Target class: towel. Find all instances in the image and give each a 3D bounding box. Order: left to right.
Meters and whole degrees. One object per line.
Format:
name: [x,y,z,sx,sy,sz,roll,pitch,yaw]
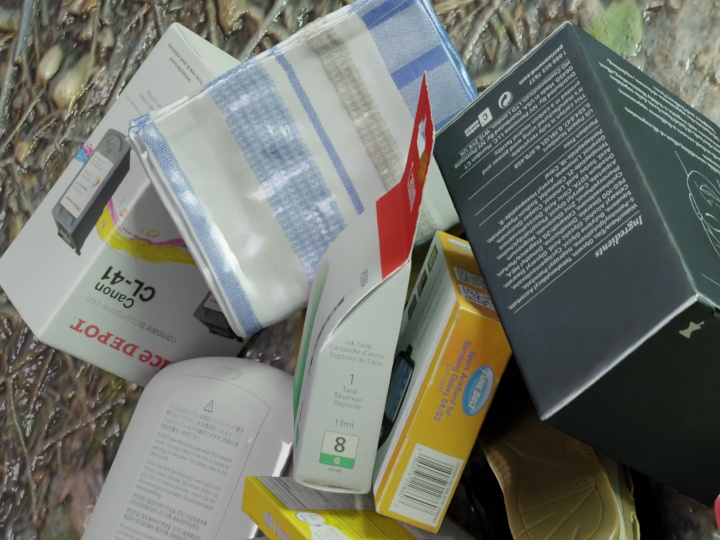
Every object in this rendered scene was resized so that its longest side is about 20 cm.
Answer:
towel: [-0.023,-0.066,1.426,0.199,0.024,0.148,-28,91,12]

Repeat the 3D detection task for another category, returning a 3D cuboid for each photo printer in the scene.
photo printer: [-0.091,0.152,1.478,0.166,0.069,0.201,13,78,47]

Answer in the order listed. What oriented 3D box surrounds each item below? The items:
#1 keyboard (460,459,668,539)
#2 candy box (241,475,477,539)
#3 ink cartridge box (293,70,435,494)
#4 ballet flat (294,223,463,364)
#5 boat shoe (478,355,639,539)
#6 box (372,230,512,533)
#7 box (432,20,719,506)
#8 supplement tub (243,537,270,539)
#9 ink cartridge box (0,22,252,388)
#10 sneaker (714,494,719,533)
keyboard: [0.106,0.120,1.339,0.103,0.040,0.201,-21,51,8]
candy box: [0.015,0.150,1.291,0.200,0.101,0.027,-145,64,-65]
ink cartridge box: [0.000,0.000,1.340,0.161,0.050,0.202,-93,12,-73]
ballet flat: [0.012,-0.017,1.471,0.200,0.063,0.069,-49,43,14]
boat shoe: [0.105,0.110,1.278,0.073,0.067,0.201,-15,33,11]
box: [0.042,0.054,1.350,0.200,0.041,0.120,-90,22,-77]
box: [0.144,-0.003,1.270,0.107,0.148,0.201,-40,46,22]
supplement tub: [-0.006,0.232,1.299,0.199,0.140,0.141,21,84,48]
ink cartridge box: [-0.110,-0.031,1.536,0.201,0.147,0.086,-54,42,9]
sneaker: [0.208,0.140,1.118,0.089,0.200,0.079,-9,101,1]
